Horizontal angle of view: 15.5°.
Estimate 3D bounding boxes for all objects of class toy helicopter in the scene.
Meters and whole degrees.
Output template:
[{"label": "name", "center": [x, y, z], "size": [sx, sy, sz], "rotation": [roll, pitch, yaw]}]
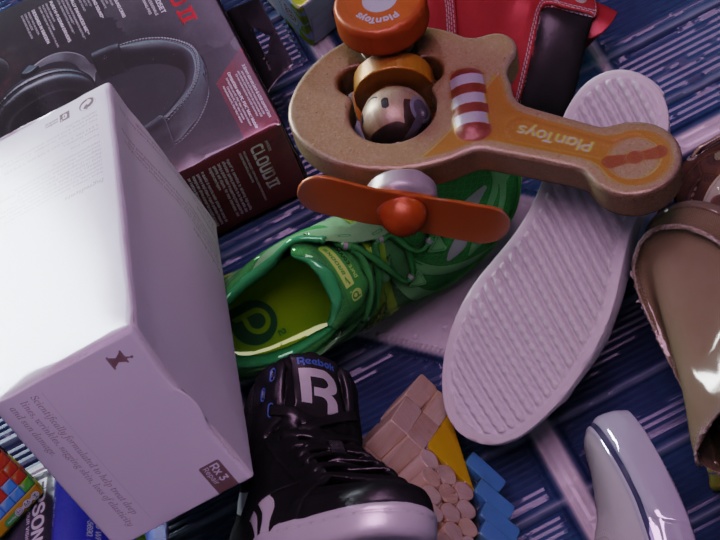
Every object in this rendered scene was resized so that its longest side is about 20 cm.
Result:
[{"label": "toy helicopter", "center": [0.056, -0.060, 1.273], "size": [0.199, 0.079, 0.132], "rotation": [15, 54, 22]}]

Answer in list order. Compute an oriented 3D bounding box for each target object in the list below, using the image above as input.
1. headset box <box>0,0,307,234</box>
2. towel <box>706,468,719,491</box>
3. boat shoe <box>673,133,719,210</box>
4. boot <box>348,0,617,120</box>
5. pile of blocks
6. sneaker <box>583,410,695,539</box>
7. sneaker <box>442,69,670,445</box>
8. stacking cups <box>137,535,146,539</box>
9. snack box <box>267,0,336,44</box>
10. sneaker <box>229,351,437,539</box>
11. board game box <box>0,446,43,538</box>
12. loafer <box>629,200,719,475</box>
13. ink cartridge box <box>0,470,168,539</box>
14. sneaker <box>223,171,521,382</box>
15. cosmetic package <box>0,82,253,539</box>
[{"label": "headset box", "center": [-0.132, -0.080, 1.418], "size": [0.200, 0.077, 0.149], "rotation": [-27, 61, -1]}, {"label": "towel", "center": [0.267, 0.040, 1.303], "size": [0.199, 0.023, 0.144], "rotation": [-5, 63, 10]}, {"label": "boat shoe", "center": [0.247, -0.074, 1.339], "size": [0.202, 0.075, 0.075], "rotation": [-24, 30, -16]}, {"label": "boot", "center": [0.064, -0.178, 1.397], "size": [0.144, 0.072, 0.201], "rotation": [0, 91, -4]}, {"label": "pile of blocks", "center": [0.041, 0.149, 1.281], "size": [0.062, 0.082, 0.200], "rotation": [-46, 41, 36]}, {"label": "sneaker", "center": [0.126, 0.160, 1.239], "size": [0.071, 0.073, 0.201], "rotation": [-13, 62, -3]}, {"label": "sneaker", "center": [0.107, 0.002, 1.328], "size": [0.074, 0.082, 0.200], "rotation": [27, 84, 18]}, {"label": "stacking cups", "center": [-0.125, 0.103, 1.339], "size": [0.060, 0.061, 0.201], "rotation": [-2, 58, 11]}, {"label": "snack box", "center": [0.003, -0.240, 1.479], "size": [0.200, 0.053, 0.142], "rotation": [-39, 70, -9]}, {"label": "sneaker", "center": [-0.020, 0.088, 1.234], "size": [0.073, 0.200, 0.112], "rotation": [6, 75, -19]}, {"label": "board game box", "center": [-0.269, 0.116, 1.305], "size": [0.165, 0.057, 0.200], "rotation": [-47, 37, -10]}, {"label": "loafer", "center": [0.185, 0.053, 1.246], "size": [0.067, 0.076, 0.200], "rotation": [-9, 60, -44]}, {"label": "ink cartridge box", "center": [-0.179, 0.160, 1.273], "size": [0.200, 0.039, 0.100], "rotation": [-25, 48, 26]}, {"label": "sneaker", "center": [0.000, 0.000, 1.336], "size": [0.200, 0.084, 0.074], "rotation": [-34, 99, 0]}, {"label": "cosmetic package", "center": [-0.118, 0.018, 1.256], "size": [0.081, 0.113, 0.200], "rotation": [-27, 35, 13]}]
